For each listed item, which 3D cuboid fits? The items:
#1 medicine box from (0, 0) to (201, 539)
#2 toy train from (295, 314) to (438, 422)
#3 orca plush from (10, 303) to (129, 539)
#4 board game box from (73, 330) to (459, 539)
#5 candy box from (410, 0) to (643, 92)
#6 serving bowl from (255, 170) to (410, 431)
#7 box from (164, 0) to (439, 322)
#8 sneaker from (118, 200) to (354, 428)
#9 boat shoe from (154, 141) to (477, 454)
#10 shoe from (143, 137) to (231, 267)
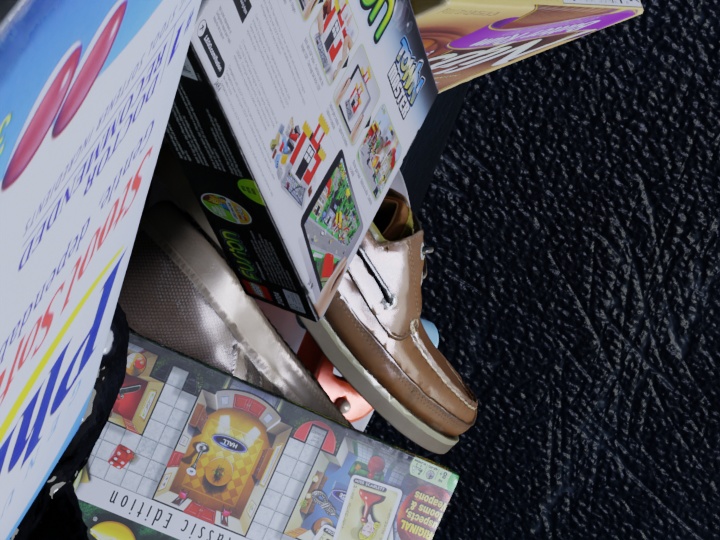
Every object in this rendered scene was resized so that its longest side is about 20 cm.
[{"bbox_3d":[-0.112,0.004,0.438,0.183,0.102,0.201,-62,174,-45],"label":"medicine box"},{"bbox_3d":[-0.068,0.040,1.079,0.056,0.199,0.151,25,-83,53],"label":"toy train"},{"bbox_3d":[-0.128,0.091,0.858,0.200,0.071,0.105,-54,167,-37],"label":"orca plush"},{"bbox_3d":[-0.066,0.090,0.972,0.105,0.199,0.023,-65,-157,2],"label":"board game box"},{"bbox_3d":[0.027,-0.117,1.069,0.116,0.057,0.200,-20,173,28],"label":"candy box"},{"bbox_3d":[-0.056,0.018,1.221,0.200,0.066,0.201,-37,-137,46],"label":"serving bowl"},{"bbox_3d":[-0.025,-0.076,0.877,0.110,0.035,0.200,-63,157,-21],"label":"box"},{"bbox_3d":[-0.052,0.062,1.030,0.075,0.200,0.070,-37,-153,-3],"label":"sneaker"},{"bbox_3d":[0.000,0.000,1.023,0.068,0.200,0.072,-42,-142,1],"label":"boat shoe"},{"bbox_3d":[-0.063,-0.030,1.138,0.091,0.071,0.201,-53,164,-53],"label":"shoe"}]
